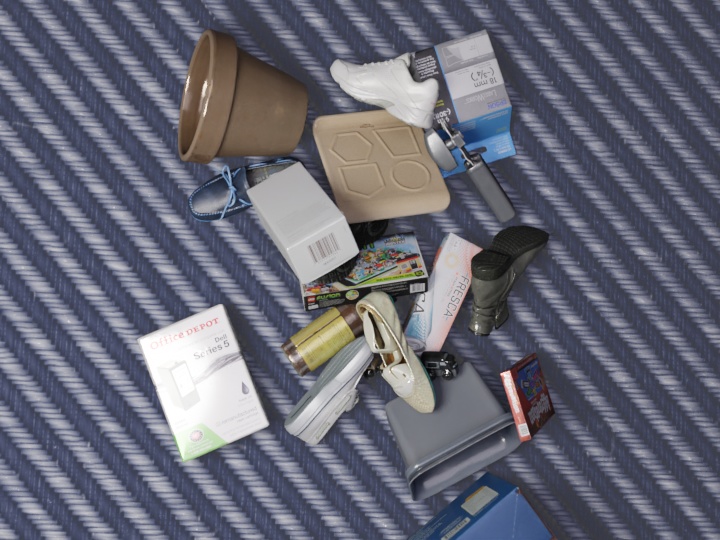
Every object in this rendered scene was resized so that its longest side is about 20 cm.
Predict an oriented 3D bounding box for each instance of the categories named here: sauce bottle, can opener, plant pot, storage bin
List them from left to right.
[{"bbox_3d":[-0.177,-0.252,1.564,0.172,0.200,0.204,11,84,-21],"label":"plant pot"},{"bbox_3d":[-0.031,0.088,1.596,0.198,0.065,0.065,-34,89,-7],"label":"sauce bottle"},{"bbox_3d":[0.137,0.246,1.573,0.197,0.146,0.135,-26,60,-7],"label":"storage bin"},{"bbox_3d":[0.173,-0.154,1.617,0.066,0.054,0.201,-32,112,12],"label":"can opener"}]

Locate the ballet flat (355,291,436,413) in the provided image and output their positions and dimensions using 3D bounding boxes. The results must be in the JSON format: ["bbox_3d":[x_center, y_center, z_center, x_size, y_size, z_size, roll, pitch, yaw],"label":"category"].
[{"bbox_3d":[0.047,0.130,1.522,0.062,0.067,0.203,-16,75,-40],"label":"ballet flat"}]

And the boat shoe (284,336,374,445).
[{"bbox_3d":[-0.035,0.189,1.574,0.066,0.074,0.200,37,110,-17],"label":"boat shoe"}]

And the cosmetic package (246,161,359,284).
[{"bbox_3d":[-0.089,-0.074,1.505,0.100,0.200,0.075,-28,126,-7],"label":"cosmetic package"}]

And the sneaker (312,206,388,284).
[{"bbox_3d":[-0.039,-0.049,1.577,0.200,0.090,0.077,-42,134,-38],"label":"sneaker"}]

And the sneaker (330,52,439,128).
[{"bbox_3d":[0.045,-0.305,1.606,0.198,0.078,0.101,28,103,18],"label":"sneaker"}]

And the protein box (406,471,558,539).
[{"bbox_3d":[0.178,0.427,1.517,0.198,0.200,0.136,-38,89,-7],"label":"protein box"}]

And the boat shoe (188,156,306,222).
[{"bbox_3d":[-0.183,-0.141,1.599,0.198,0.069,0.085,-27,88,-7],"label":"boat shoe"}]

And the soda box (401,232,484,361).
[{"bbox_3d":[0.126,0.044,1.615,0.068,0.064,0.203,26,82,-3],"label":"soda box"}]

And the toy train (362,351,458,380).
[{"bbox_3d":[0.057,0.145,1.573,0.196,0.034,0.047,-2,115,23],"label":"toy train"}]

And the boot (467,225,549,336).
[{"bbox_3d":[0.231,0.015,1.622,0.199,0.067,0.133,-31,132,-42],"label":"boot"}]

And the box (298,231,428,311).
[{"bbox_3d":[0.000,0.000,1.590,0.196,0.035,0.111,-9,44,-6],"label":"box"}]

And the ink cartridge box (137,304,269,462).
[{"bbox_3d":[-0.242,0.171,1.558,0.143,0.084,0.203,-22,87,-7],"label":"ink cartridge box"}]

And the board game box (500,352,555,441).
[{"bbox_3d":[0.260,0.191,1.553,0.019,0.199,0.105,-17,87,21],"label":"board game box"}]

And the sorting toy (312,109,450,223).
[{"bbox_3d":[0.030,-0.166,1.600,0.182,0.037,0.203,-8,59,-15],"label":"sorting toy"}]

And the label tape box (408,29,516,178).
[{"bbox_3d":[0.168,-0.271,1.647,0.142,0.063,0.203,-18,86,-6],"label":"label tape box"}]
